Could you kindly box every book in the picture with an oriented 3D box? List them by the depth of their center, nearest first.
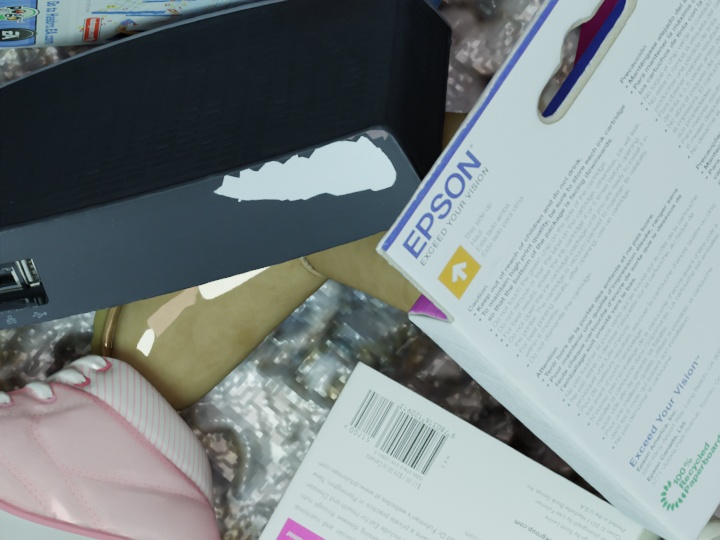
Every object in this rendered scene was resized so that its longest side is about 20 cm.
[{"bbox_3d":[0.006,0.152,1.088,0.133,0.048,0.201,29,87,23],"label":"book"}]

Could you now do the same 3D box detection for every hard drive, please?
[{"bbox_3d":[-0.067,-0.046,1.098,0.199,0.135,0.042,-14,125,16],"label":"hard drive"}]

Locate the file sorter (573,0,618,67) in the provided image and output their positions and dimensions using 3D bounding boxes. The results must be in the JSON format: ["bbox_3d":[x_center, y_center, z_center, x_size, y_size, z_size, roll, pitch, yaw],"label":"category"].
[{"bbox_3d":[0.152,-0.056,1.150,0.125,0.139,0.201,13,82,-7],"label":"file sorter"}]

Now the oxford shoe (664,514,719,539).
[{"bbox_3d":[0.109,0.189,1.088,0.058,0.075,0.201,24,98,36],"label":"oxford shoe"}]

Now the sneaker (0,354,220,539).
[{"bbox_3d":[-0.143,0.074,1.093,0.200,0.075,0.105,20,45,-18],"label":"sneaker"}]

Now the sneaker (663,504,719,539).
[{"bbox_3d":[0.121,0.188,1.159,0.088,0.075,0.201,11,85,15],"label":"sneaker"}]

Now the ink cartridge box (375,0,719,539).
[{"bbox_3d":[0.104,-0.036,1.000,0.200,0.043,0.197,43,76,-37],"label":"ink cartridge box"}]

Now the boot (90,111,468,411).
[{"bbox_3d":[0.000,0.000,1.091,0.066,0.200,0.175,41,78,-34],"label":"boot"}]

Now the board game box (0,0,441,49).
[{"bbox_3d":[-0.058,-0.136,1.102,0.195,0.200,0.056,-4,82,-8],"label":"board game box"}]
